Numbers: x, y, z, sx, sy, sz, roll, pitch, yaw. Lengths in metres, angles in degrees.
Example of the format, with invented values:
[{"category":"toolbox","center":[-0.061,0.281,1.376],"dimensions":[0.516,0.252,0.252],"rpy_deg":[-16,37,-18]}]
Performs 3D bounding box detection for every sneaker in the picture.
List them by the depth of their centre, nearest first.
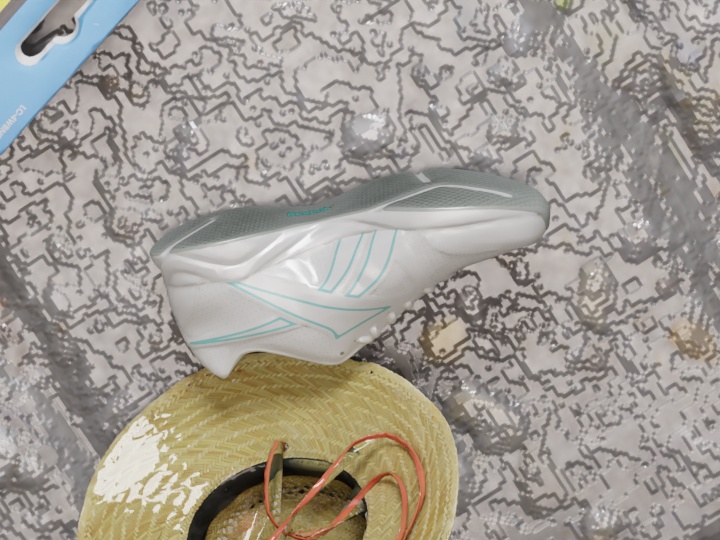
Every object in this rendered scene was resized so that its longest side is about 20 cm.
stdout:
[{"category":"sneaker","center":[0.000,0.000,1.315],"dimensions":[0.200,0.070,0.080],"rpy_deg":[-11,106,9]}]

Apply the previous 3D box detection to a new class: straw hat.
[{"category":"straw hat","center":[-0.035,0.141,1.320],"dimensions":[0.201,0.201,0.085],"rpy_deg":[-25,141,4]}]

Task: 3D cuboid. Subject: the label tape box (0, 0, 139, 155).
[{"category":"label tape box","center":[-0.203,-0.176,1.283],"dimensions":[0.200,0.066,0.143],"rpy_deg":[41,97,-9]}]
